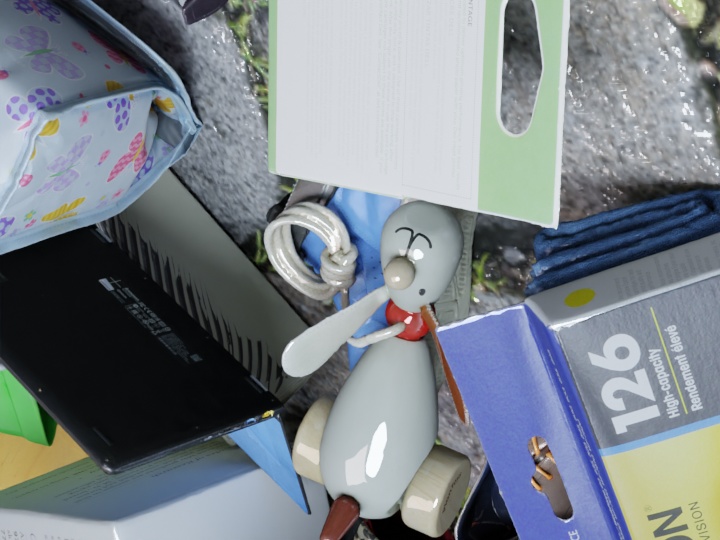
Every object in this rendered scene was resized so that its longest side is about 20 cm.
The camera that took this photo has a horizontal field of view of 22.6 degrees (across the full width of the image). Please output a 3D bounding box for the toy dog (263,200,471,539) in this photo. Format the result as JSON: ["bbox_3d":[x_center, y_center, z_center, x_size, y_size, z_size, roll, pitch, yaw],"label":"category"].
[{"bbox_3d":[0.006,0.068,0.949,0.131,0.096,0.201,1,120,27],"label":"toy dog"}]

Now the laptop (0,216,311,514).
[{"bbox_3d":[-0.139,0.071,1.050,0.187,0.199,0.117,40,125,28],"label":"laptop"}]

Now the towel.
[{"bbox_3d":[0.159,0.063,0.886,0.111,0.049,0.201,-17,113,14],"label":"towel"}]

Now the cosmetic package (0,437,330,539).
[{"bbox_3d":[-0.133,0.213,1.196,0.199,0.166,0.169,-3,102,50],"label":"cosmetic package"}]

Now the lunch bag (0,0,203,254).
[{"bbox_3d":[-0.203,-0.115,1.061,0.169,0.200,0.128,38,113,15],"label":"lunch bag"}]

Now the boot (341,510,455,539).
[{"bbox_3d":[-0.021,0.181,1.239,0.203,0.073,0.154,42,139,20],"label":"boot"}]

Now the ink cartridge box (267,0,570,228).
[{"bbox_3d":[0.034,-0.107,0.863,0.199,0.048,0.147,13,107,43],"label":"ink cartridge box"}]

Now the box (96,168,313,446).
[{"bbox_3d":[-0.117,0.012,1.185,0.200,0.068,0.082,47,148,5],"label":"box"}]

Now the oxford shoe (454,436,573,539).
[{"bbox_3d":[0.115,0.096,0.969,0.071,0.073,0.200,50,137,19],"label":"oxford shoe"}]

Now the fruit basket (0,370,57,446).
[{"bbox_3d":[-0.224,0.019,1.284,0.214,0.156,0.217,1,127,2],"label":"fruit basket"}]

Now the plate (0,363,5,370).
[{"bbox_3d":[-0.257,-0.027,1.107,0.032,0.200,0.200,-39,91,14],"label":"plate"}]

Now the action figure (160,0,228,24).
[{"bbox_3d":[-0.154,-0.218,1.008,0.200,0.069,0.130,39,163,26],"label":"action figure"}]

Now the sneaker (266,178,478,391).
[{"bbox_3d":[0.001,-0.001,1.023,0.111,0.077,0.201,27,136,22],"label":"sneaker"}]

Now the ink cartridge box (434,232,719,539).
[{"bbox_3d":[0.160,0.086,0.847,0.199,0.047,0.199,-20,114,9],"label":"ink cartridge box"}]

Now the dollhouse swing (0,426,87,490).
[{"bbox_3d":[-0.226,0.171,1.500,0.200,0.176,0.182,42,104,13],"label":"dollhouse swing"}]
